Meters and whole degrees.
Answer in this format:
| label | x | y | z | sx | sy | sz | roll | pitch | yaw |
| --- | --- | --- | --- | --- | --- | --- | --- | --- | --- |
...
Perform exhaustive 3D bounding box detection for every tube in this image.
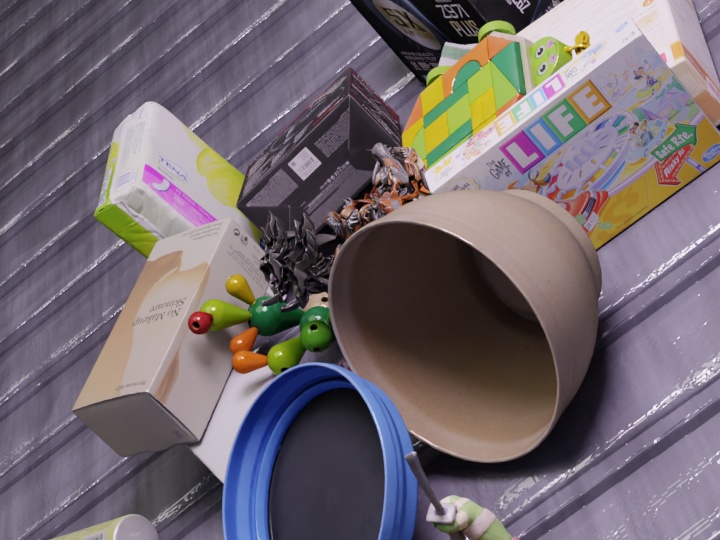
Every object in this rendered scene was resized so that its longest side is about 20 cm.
| label | x | y | z | sx | sy | sz | roll | pitch | yaw |
| --- | --- | --- | --- | --- | --- | --- | --- | --- | --- |
| tube | -0.258 | 0.261 | 1.541 | 0.200 | 0.052 | 0.058 | -23 | -6 | 40 |

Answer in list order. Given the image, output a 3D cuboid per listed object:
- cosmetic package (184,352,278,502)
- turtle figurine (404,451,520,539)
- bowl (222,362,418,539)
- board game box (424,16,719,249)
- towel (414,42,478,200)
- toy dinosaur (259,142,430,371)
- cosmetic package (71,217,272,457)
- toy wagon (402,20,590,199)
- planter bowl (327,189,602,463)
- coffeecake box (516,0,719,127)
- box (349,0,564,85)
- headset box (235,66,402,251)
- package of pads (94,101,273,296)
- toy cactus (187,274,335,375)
| label | x | y | z | sx | sy | sz | roll | pitch | yaw |
| --- | --- | --- | --- | --- | --- | --- | --- | --- | --- |
| cosmetic package | -0.095 | 0.132 | 1.467 | 0.102 | 0.074 | 0.200 | -49 | 28 | -7 |
| turtle figurine | 0.049 | 0.218 | 1.070 | 0.194 | 0.200 | 0.144 | -53 | 54 | 35 |
| bowl | -0.030 | 0.170 | 1.283 | 0.200 | 0.039 | 0.201 | -16 | 69 | 49 |
| board game box | 0.169 | -0.085 | 1.344 | 0.200 | 0.134 | 0.034 | -37 | 30 | 14 |
| towel | 0.070 | -0.112 | 1.536 | 0.200 | 0.031 | 0.149 | -65 | 19 | -3 |
| toy dinosaur | 0.000 | 0.000 | 1.343 | 0.102 | 0.135 | 0.201 | 143 | 133 | -58 |
| cosmetic package | -0.160 | 0.057 | 1.498 | 0.105 | 0.071 | 0.200 | -17 | 38 | 38 |
| toy wagon | 0.109 | -0.136 | 1.418 | 0.200 | 0.039 | 0.156 | -39 | 41 | 38 |
| planter bowl | 0.095 | 0.022 | 1.269 | 0.200 | 0.201 | 0.135 | -10 | 20 | 46 |
| coffeecake box | 0.212 | -0.163 | 1.450 | 0.153 | 0.073 | 0.200 | -33 | 31 | 23 |
| box | 0.090 | -0.258 | 1.638 | 0.086 | 0.164 | 0.200 | -53 | 30 | -15 |
| headset box | -0.037 | -0.109 | 1.647 | 0.149 | 0.077 | 0.200 | -43 | 10 | 10 |
| package of pads | -0.156 | -0.053 | 1.649 | 0.068 | 0.200 | 0.155 | -36 | 29 | 24 |
| toy cactus | -0.037 | 0.035 | 1.466 | 0.199 | 0.103 | 0.165 | -6 | 5 | 5 |
